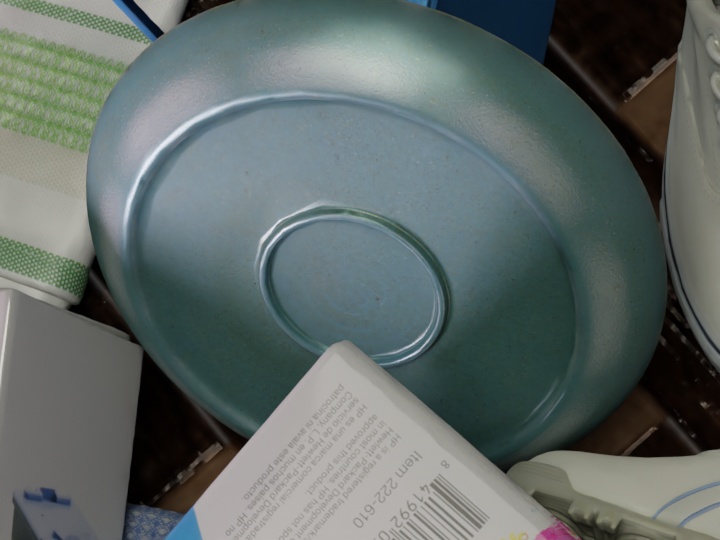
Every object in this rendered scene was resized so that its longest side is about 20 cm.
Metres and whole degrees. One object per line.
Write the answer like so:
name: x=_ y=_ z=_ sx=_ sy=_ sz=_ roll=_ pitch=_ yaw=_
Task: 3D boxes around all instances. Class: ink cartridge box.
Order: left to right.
ink cartridge box: x=-0.163 y=0.113 z=0.939 sx=0.146 sy=0.086 sz=0.201 roll=-3 pitch=74 yaw=30
ink cartridge box: x=0.027 y=0.143 z=0.827 sx=0.200 sy=0.085 sz=0.145 roll=40 pitch=87 yaw=18

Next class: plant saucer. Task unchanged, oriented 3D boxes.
plant saucer: x=0.000 y=0.000 z=0.899 sx=0.199 sy=0.201 sz=0.027 roll=6 pitch=39 yaw=15

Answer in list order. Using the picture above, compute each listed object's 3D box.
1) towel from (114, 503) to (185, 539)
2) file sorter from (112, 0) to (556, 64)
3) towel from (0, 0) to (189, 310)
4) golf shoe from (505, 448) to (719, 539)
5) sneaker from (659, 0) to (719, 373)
towel: x=-0.062 y=0.157 z=0.928 sx=0.199 sy=0.024 sz=0.148 roll=6 pitch=78 yaw=32
file sorter: x=0.005 y=-0.160 z=0.952 sx=0.122 sy=0.139 sz=0.201 roll=9 pitch=77 yaw=19
towel: x=-0.137 y=-0.095 z=1.035 sx=0.148 sy=0.031 sz=0.201 roll=17 pitch=79 yaw=14
golf shoe: x=0.146 y=0.080 z=0.909 sx=0.199 sy=0.078 sz=0.098 roll=14 pitch=64 yaw=11
sneaker: x=0.133 y=-0.059 z=0.934 sx=0.073 sy=0.071 sz=0.201 roll=-5 pitch=76 yaw=12
